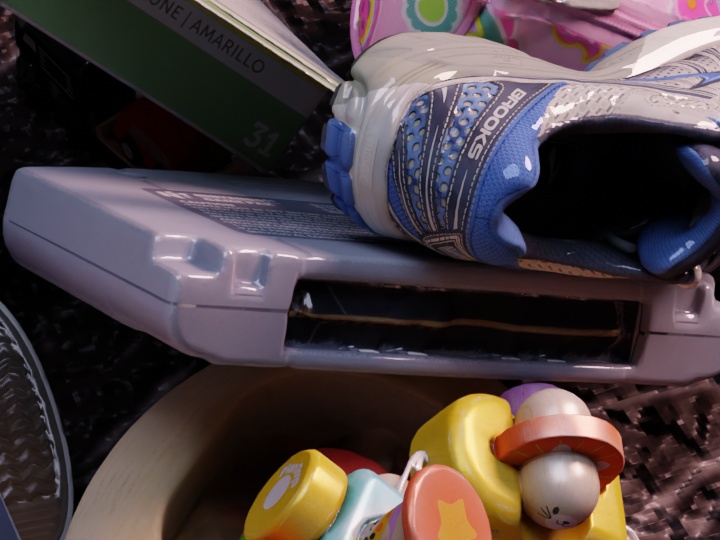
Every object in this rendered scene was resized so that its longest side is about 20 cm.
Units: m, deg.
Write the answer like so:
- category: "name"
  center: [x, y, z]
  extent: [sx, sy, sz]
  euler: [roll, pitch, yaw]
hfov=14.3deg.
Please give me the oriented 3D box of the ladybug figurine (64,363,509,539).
- category: "ladybug figurine"
  center: [-0.017, 0.096, 0.832]
  extent: [0.136, 0.072, 0.200]
  euler: [24, 41, 13]

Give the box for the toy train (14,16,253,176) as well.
- category: "toy train"
  center: [-0.062, -0.040, 1.008]
  extent: [0.034, 0.046, 0.200]
  euler: [-29, 49, -24]

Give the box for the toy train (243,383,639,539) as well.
- category: "toy train"
  center: [0.056, 0.097, 0.770]
  extent: [0.200, 0.056, 0.150]
  euler: [-9, 67, -47]

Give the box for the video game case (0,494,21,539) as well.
- category: "video game case"
  center: [-0.125, 0.078, 0.764]
  extent: [0.023, 0.182, 0.200]
  euler: [-32, 64, 7]

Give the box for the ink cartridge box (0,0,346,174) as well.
- category: "ink cartridge box"
  center: [-0.066, -0.079, 0.903]
  extent: [0.048, 0.145, 0.200]
  euler: [-53, 36, 8]

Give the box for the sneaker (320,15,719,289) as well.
- category: "sneaker"
  center: [0.090, -0.026, 0.843]
  extent: [0.200, 0.077, 0.085]
  euler: [-7, 25, -34]

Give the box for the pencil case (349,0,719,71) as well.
- category: "pencil case"
  center: [0.092, -0.067, 0.934]
  extent: [0.200, 0.087, 0.087]
  euler: [21, 34, -30]

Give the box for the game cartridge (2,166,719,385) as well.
- category: "game cartridge"
  center: [0.000, 0.000, 0.877]
  extent: [0.200, 0.041, 0.133]
  euler: [4, 15, -32]

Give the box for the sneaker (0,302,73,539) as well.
- category: "sneaker"
  center: [-0.161, 0.029, 0.935]
  extent: [0.073, 0.085, 0.200]
  euler: [-28, 71, -26]
